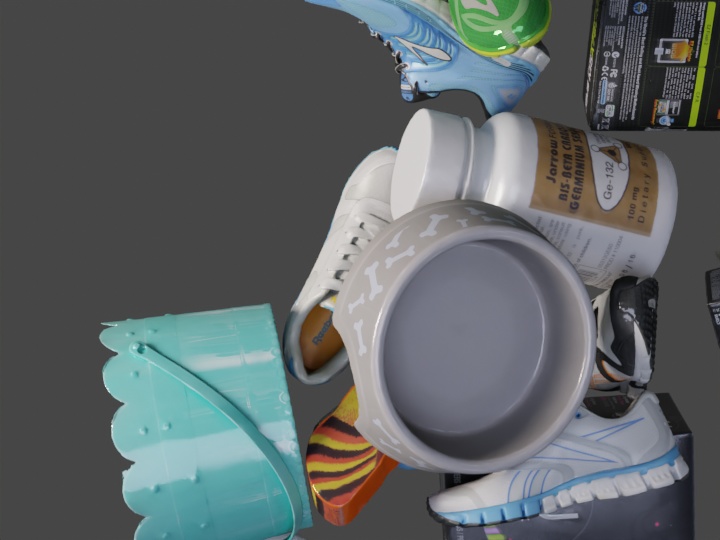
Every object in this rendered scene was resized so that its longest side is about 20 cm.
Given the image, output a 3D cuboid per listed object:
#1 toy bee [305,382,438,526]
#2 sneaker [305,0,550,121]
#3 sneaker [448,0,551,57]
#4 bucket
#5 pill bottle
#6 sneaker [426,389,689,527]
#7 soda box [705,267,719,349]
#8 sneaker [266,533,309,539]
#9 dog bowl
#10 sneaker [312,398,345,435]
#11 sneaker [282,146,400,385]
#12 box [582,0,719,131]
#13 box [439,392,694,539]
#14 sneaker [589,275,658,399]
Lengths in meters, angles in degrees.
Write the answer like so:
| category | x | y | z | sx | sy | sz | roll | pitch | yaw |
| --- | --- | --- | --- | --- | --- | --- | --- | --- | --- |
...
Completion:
| category | x | y | z | sx | sy | sz | roll | pitch | yaw |
| --- | --- | --- | --- | --- | --- | --- | --- | --- | --- |
| toy bee | 0.022 | 0.098 | 1.356 | 0.109 | 0.199 | 0.132 | 42 | 138 | 26 |
| sneaker | 0.042 | -0.172 | 1.361 | 0.199 | 0.078 | 0.090 | 24 | 107 | -7 |
| sneaker | 0.080 | -0.238 | 1.290 | 0.074 | 0.201 | 0.084 | -25 | 148 | 14 |
| bucket | -0.116 | 0.125 | 1.379 | 0.134 | 0.207 | 0.209 | -12 | 105 | -3 |
| pill bottle | 0.130 | -0.058 | 1.359 | 0.198 | 0.114 | 0.115 | 12 | 105 | -14 |
| sneaker | 0.142 | 0.140 | 1.353 | 0.198 | 0.075 | 0.087 | -15 | 87 | -1 |
| soda box | 0.375 | 0.018 | 1.402 | 0.198 | 0.063 | 0.071 | -14 | 114 | 16 |
| sneaker | -0.083 | 0.305 | 1.440 | 0.088 | 0.075 | 0.202 | 8 | 72 | 18 |
| dog bowl | 0.080 | 0.053 | 1.270 | 0.198 | 0.059 | 0.202 | -3 | 99 | -20 |
| sneaker | 0.033 | 0.064 | 1.429 | 0.199 | 0.076 | 0.106 | -30 | 103 | 0 |
| sneaker | 0.000 | 0.000 | 1.405 | 0.076 | 0.081 | 0.201 | 22 | 102 | -5 |
| box | 0.271 | -0.195 | 1.336 | 0.191 | 0.048 | 0.201 | -2 | 131 | -2 |
| box | 0.164 | 0.176 | 1.442 | 0.198 | 0.106 | 0.123 | -4 | 104 | 0 |
| sneaker | 0.187 | 0.055 | 1.374 | 0.079 | 0.200 | 0.074 | 7 | 71 | 6 |
